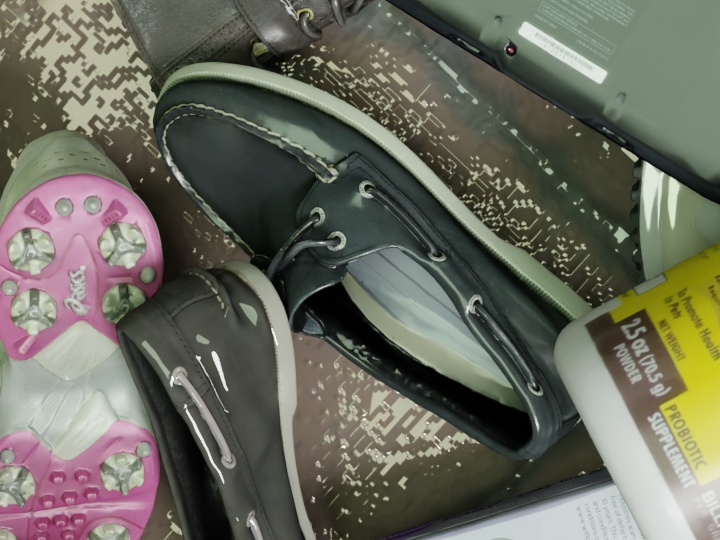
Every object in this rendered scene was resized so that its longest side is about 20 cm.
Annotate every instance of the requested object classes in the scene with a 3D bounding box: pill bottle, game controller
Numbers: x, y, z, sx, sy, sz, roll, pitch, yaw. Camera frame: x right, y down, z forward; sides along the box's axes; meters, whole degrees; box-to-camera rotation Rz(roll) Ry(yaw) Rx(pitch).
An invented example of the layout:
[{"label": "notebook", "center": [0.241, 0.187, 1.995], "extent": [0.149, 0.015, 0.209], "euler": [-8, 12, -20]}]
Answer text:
[{"label": "pill bottle", "center": [0.173, 0.024, 0.985], "extent": [0.199, 0.109, 0.110], "euler": [-28, 87, 3]}, {"label": "game controller", "center": [0.088, -0.105, 1.006], "extent": [0.199, 0.042, 0.105], "euler": [32, 108, 6]}]

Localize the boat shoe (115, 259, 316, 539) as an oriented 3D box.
[{"label": "boat shoe", "center": [-0.050, 0.094, 1.080], "extent": [0.057, 0.067, 0.201], "euler": [-21, 113, -28]}]

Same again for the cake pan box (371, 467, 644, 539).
[{"label": "cake pan box", "center": [0.110, 0.171, 1.074], "extent": [0.183, 0.052, 0.201], "euler": [-19, 89, 12]}]

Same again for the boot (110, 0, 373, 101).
[{"label": "boot", "center": [-0.003, -0.106, 1.086], "extent": [0.174, 0.069, 0.200], "euler": [-35, 85, 20]}]

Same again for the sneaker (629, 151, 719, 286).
[{"label": "sneaker", "center": [0.152, -0.062, 1.041], "extent": [0.093, 0.070, 0.201], "euler": [5, 92, 19]}]

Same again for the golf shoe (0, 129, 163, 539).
[{"label": "golf shoe", "center": [-0.114, 0.039, 1.118], "extent": [0.075, 0.092, 0.201], "euler": [5, 118, -14]}]

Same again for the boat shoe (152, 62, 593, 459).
[{"label": "boat shoe", "center": [-0.001, 0.002, 1.068], "extent": [0.199, 0.066, 0.075], "euler": [39, 135, -3]}]
